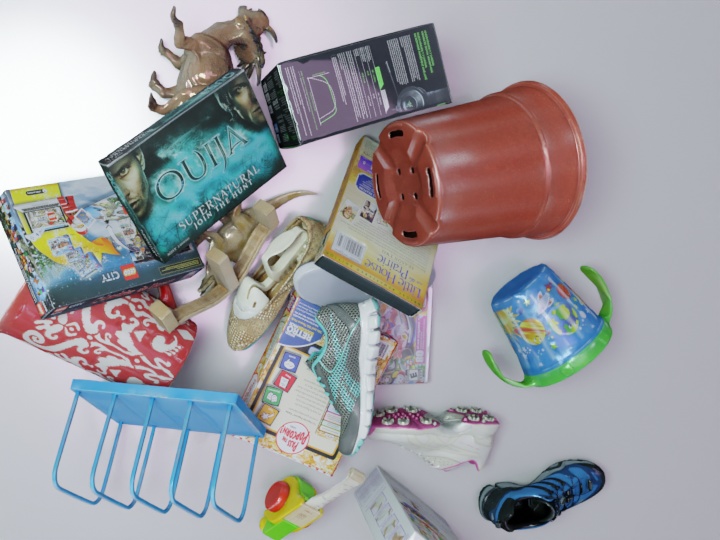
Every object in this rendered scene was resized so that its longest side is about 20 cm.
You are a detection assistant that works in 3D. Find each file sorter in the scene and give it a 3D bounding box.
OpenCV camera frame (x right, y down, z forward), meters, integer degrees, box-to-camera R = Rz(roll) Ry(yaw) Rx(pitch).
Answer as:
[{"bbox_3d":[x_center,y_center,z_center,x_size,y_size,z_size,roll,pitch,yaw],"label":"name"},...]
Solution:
[{"bbox_3d":[-0.232,0.213,0.894,0.198,0.139,0.123,4,63,10],"label":"file sorter"}]

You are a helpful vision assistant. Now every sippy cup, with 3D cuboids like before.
[{"bbox_3d":[0.252,0.068,1.055,0.131,0.139,0.178,52,46,-5],"label":"sippy cup"}]

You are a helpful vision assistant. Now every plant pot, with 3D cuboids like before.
[{"bbox_3d":[0.132,-0.118,0.931,0.194,0.200,0.202,-13,102,-27],"label":"plant pot"}]

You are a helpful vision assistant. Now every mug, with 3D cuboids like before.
[{"bbox_3d":[-0.296,0.044,0.915,0.199,0.133,0.178,34,91,-19],"label":"mug"}]

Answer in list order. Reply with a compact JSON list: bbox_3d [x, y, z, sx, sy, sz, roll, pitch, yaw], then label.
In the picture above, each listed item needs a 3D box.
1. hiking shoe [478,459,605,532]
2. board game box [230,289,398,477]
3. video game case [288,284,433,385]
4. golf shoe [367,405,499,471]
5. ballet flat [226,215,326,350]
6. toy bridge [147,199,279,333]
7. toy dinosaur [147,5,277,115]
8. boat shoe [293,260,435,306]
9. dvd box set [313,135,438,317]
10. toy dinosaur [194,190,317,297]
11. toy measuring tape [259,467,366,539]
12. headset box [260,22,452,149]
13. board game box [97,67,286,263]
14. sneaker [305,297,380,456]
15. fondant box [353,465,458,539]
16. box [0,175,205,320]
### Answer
[{"bbox_3d":[0.275,0.337,1.117,0.199,0.087,0.075,-15,102,-11],"label":"hiking shoe"},{"bbox_3d":[-0.062,0.149,1.009,0.151,0.046,0.201,27,91,-16],"label":"board game box"},{"bbox_3d":[0.000,0.086,1.048,0.198,0.018,0.144,0,99,-13],"label":"video game case"},{"bbox_3d":[0.097,0.239,1.068,0.199,0.075,0.092,4,101,-13],"label":"golf shoe"},{"bbox_3d":[-0.118,0.010,0.979,0.201,0.070,0.065,-55,143,-8],"label":"ballet flat"},{"bbox_3d":[-0.166,0.000,0.925,0.027,0.067,0.200,31,64,25],"label":"toy bridge"},{"bbox_3d":[-0.179,-0.232,0.927,0.135,0.086,0.201,14,101,-22],"label":"toy dinosaur"},{"bbox_3d":[0.000,0.000,1.000,0.199,0.066,0.074,1,131,-30],"label":"boat shoe"},{"bbox_3d":[0.034,-0.059,0.972,0.146,0.029,0.201,28,55,-16],"label":"dvd box set"},{"bbox_3d":[-0.157,-0.060,0.980,0.200,0.058,0.101,-48,123,-11],"label":"toy dinosaur"},{"bbox_3d":[-0.067,0.292,1.016,0.073,0.074,0.200,41,119,-16],"label":"toy measuring tape"},{"bbox_3d":[-0.005,-0.218,0.921,0.199,0.174,0.093,-18,102,-11],"label":"headset box"},{"bbox_3d":[-0.184,-0.121,0.878,0.200,0.028,0.136,-44,131,-26],"label":"board game box"},{"bbox_3d":[-0.025,0.131,0.964,0.091,0.078,0.202,4,94,0],"label":"sneaker"},{"bbox_3d":[0.078,0.357,1.014,0.144,0.200,0.058,42,88,-15],"label":"fondant box"},{"bbox_3d":[-0.289,-0.037,0.872,0.199,0.038,0.137,-19,82,-48],"label":"box"}]
